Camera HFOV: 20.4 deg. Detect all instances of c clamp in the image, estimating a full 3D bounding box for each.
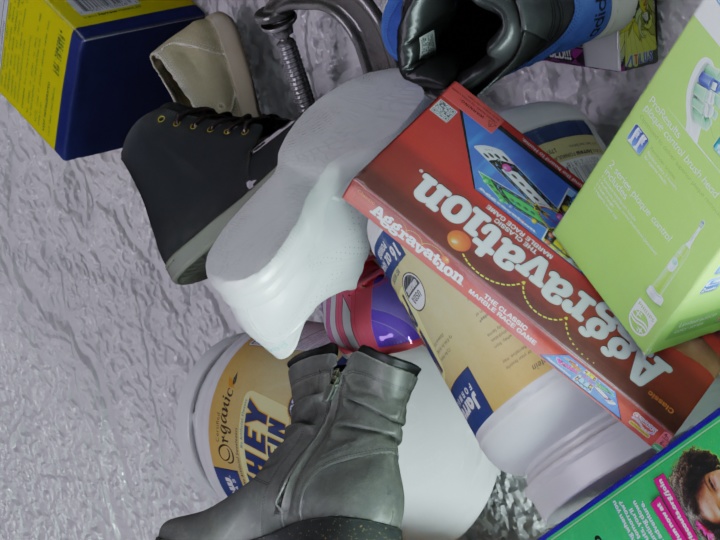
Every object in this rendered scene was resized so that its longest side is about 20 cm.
[{"bbox_3d":[-0.022,-0.104,1.312,0.171,0.027,0.200,18,132,45],"label":"c clamp"}]

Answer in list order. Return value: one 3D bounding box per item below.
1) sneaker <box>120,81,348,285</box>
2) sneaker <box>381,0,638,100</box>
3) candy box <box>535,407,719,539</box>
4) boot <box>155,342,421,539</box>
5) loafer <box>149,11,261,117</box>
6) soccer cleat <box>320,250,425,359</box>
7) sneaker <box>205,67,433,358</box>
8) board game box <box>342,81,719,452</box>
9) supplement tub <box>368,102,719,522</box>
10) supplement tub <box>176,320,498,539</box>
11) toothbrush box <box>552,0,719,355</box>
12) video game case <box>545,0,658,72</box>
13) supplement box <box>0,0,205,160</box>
[{"bbox_3d":[-0.077,-0.085,1.285,0.200,0.075,0.106,-37,75,29],"label":"sneaker"},{"bbox_3d":[0.047,-0.137,1.102,0.200,0.111,0.077,3,109,53],"label":"sneaker"},{"bbox_3d":[0.206,0.112,1.002,0.077,0.169,0.200,62,143,17],"label":"candy box"},{"bbox_3d":[-0.039,0.115,1.196,0.200,0.068,0.131,-12,65,43],"label":"boot"},{"bbox_3d":[-0.096,-0.080,1.384,0.076,0.068,0.200,98,156,-70],"label":"loafer"},{"bbox_3d":[0.000,0.000,1.251,0.200,0.067,0.077,-128,24,-71],"label":"soccer cleat"},{"bbox_3d":[-0.012,-0.036,1.185,0.075,0.200,0.089,15,146,42],"label":"sneaker"},{"bbox_3d":[0.097,-0.005,1.004,0.200,0.103,0.019,39,139,6],"label":"board game box"},{"bbox_3d":[0.107,0.024,1.107,0.200,0.144,0.144,61,143,16],"label":"supplement tub"},{"bbox_3d":[-0.019,0.107,1.323,0.200,0.144,0.145,3,106,53],"label":"supplement tub"},{"bbox_3d":[0.205,-0.065,0.954,0.086,0.145,0.200,56,142,23],"label":"toothbrush box"},{"bbox_3d":[0.086,-0.214,1.145,0.200,0.036,0.182,17,118,50],"label":"video game case"},{"bbox_3d":[-0.222,-0.190,1.504,0.200,0.109,0.109,45,135,33],"label":"supplement box"}]
